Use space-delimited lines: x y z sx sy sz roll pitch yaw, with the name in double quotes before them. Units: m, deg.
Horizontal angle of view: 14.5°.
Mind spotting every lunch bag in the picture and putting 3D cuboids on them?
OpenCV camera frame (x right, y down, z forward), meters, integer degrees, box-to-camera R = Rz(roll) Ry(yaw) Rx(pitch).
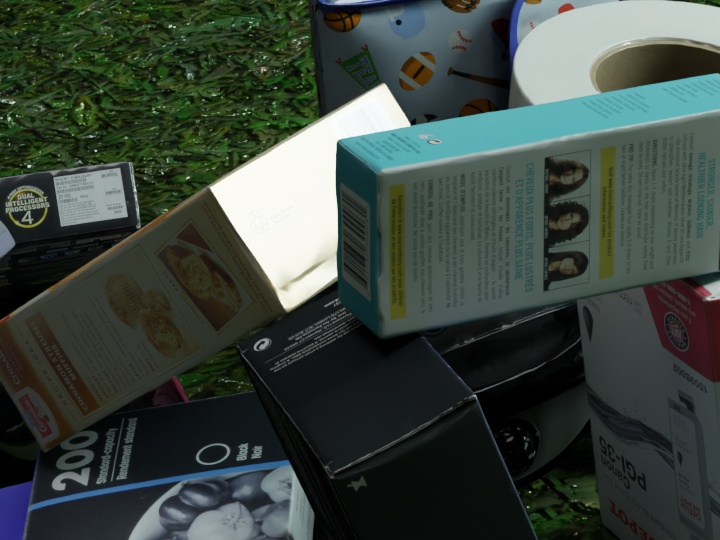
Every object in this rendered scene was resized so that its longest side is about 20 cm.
"lunch bag" 0.072 -0.124 1.811 0.199 0.171 0.124 -7 28 -4

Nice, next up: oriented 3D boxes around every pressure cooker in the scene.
"pressure cooker" 0.050 0.028 1.548 0.178 0.176 0.200 26 14 -27

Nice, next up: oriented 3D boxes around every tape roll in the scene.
"tape roll" 0.184 -0.056 1.700 0.202 0.140 0.203 4 33 -2

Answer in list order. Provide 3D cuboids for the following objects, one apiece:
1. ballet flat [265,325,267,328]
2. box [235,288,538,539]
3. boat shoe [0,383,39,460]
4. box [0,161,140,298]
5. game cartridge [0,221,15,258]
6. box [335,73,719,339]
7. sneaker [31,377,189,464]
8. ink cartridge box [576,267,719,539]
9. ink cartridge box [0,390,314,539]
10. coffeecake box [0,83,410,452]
"ballet flat" 0.000 0.000 1.691 0.200 0.068 0.068 -41 39 -17
"box" 0.031 0.123 1.306 0.079 0.201 0.141 -27 30 -5
"boat shoe" -0.230 0.058 1.615 0.199 0.060 0.076 2 53 48
"box" -0.237 -0.015 1.744 0.199 0.049 0.161 -9 -12 -8
"game cartridge" -0.294 0.044 1.627 0.200 0.038 0.130 -31 6 34
"box" 0.088 -0.032 1.290 0.199 0.083 0.049 -11 25 -22
"sneaker" -0.139 0.092 1.588 0.095 0.079 0.200 -32 29 -4
"ink cartridge box" 0.179 0.064 1.418 0.082 0.201 0.146 -19 28 -19
"ink cartridge box" -0.122 0.142 1.410 0.199 0.044 0.198 -12 33 10
"coffeecake box" -0.075 -0.001 1.433 0.200 0.073 0.153 -30 3 41
